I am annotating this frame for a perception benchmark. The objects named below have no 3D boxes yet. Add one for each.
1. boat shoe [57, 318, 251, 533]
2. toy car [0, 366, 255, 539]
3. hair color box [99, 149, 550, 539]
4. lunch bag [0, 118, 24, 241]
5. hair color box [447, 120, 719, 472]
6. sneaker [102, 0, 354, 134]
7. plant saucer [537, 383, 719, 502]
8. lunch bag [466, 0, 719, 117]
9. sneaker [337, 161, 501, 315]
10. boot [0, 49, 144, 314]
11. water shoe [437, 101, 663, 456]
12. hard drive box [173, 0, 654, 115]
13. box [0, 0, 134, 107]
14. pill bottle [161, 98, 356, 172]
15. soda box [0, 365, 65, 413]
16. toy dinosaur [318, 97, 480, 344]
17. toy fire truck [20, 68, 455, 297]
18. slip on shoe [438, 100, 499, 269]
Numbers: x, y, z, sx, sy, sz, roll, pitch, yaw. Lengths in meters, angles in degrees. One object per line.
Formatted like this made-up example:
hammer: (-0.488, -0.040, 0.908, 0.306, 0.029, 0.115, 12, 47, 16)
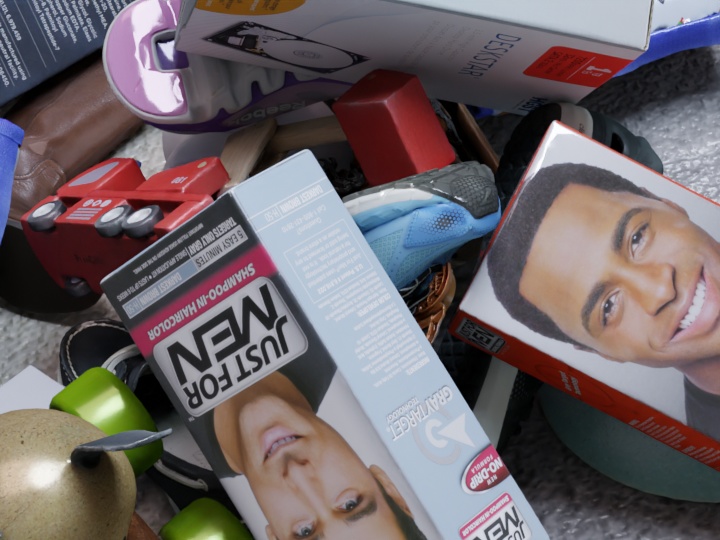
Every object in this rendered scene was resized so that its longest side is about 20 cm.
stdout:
boat shoe: (-0.099, 0.069, 1.112, 0.076, 0.060, 0.200, -34, 43, -23)
toy car: (-0.128, 0.120, 0.922, 0.164, 0.200, 0.158, -38, 83, -20)
hair color box: (-0.017, 0.061, 0.946, 0.099, 0.200, 0.061, -32, 0, 41)
lunch bag: (-0.278, -0.002, 1.165, 0.200, 0.124, 0.170, 1, 72, 27)
hair color box: (0.151, 0.025, 0.992, 0.200, 0.061, 0.102, 26, 79, 2)
sneaker: (-0.037, -0.115, 1.136, 0.200, 0.088, 0.081, -13, 78, -12)
plant saucer: (0.185, 0.030, 1.090, 0.200, 0.039, 0.201, -9, 38, 7)
lunch bag: (0.119, -0.179, 1.281, 0.170, 0.124, 0.200, -17, 39, -1)
sneaker: (0.008, 0.022, 0.999, 0.078, 0.200, 0.090, -18, 72, -42)
boot: (-0.166, -0.064, 1.295, 0.186, 0.064, 0.200, 16, 43, 34)
water shoe: (0.093, 0.020, 1.061, 0.079, 0.200, 0.071, 18, 0, -20)
hard drive box: (0.023, -0.140, 1.026, 0.199, 0.156, 0.077, 9, 80, -9)
box: (-0.228, -0.198, 1.383, 0.196, 0.124, 0.200, -35, 25, -22)
pill bottle: (-0.047, -0.094, 1.251, 0.112, 0.113, 0.200, 2, 42, 18)
soda box: (-0.209, 0.136, 1.058, 0.200, 0.068, 0.064, -38, 45, -27)
toy dinosaur: (0.000, 0.000, 1.104, 0.135, 0.102, 0.200, -15, 37, 32)
toy fire truck: (-0.065, -0.042, 1.072, 0.141, 0.049, 0.200, -41, 26, -29)
slip on shoe: (0.028, -0.100, 1.193, 0.061, 0.076, 0.200, -30, 72, 34)
